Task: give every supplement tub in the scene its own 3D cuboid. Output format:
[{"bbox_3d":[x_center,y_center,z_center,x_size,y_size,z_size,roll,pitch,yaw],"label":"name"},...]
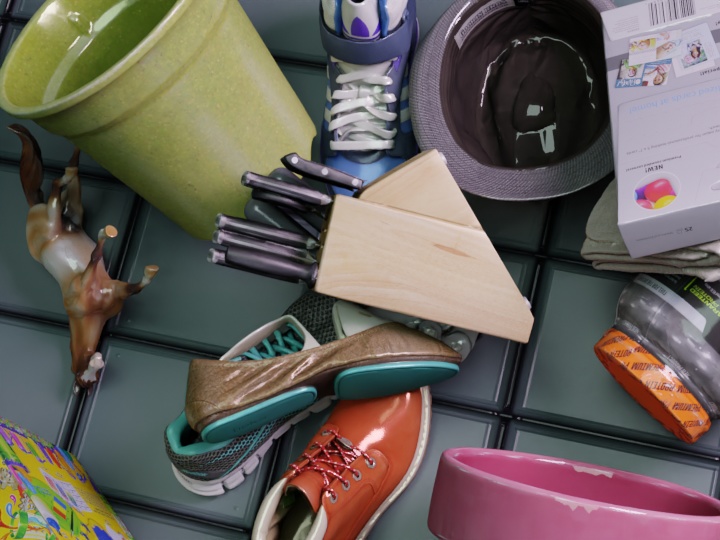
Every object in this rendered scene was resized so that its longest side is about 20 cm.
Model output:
[{"bbox_3d":[0.264,0.017,1.126,0.200,0.123,0.123,-44,69,-3],"label":"supplement tub"}]

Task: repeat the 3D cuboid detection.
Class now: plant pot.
[{"bbox_3d":[-0.134,-0.129,1.207,0.200,0.184,0.201,-28,36,22],"label":"plant pot"},{"bbox_3d":[0.134,0.225,1.065,0.199,0.200,0.180,10,91,15],"label":"plant pot"}]

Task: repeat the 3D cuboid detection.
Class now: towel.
[{"bbox_3d":[0.243,-0.077,1.114,0.132,0.035,0.200,7,56,50],"label":"towel"}]

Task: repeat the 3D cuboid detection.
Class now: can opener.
[{"bbox_3d":[0.003,0.002,1.187,0.200,0.066,0.053,38,95,-7],"label":"can opener"}]

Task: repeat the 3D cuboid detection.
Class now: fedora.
[{"bbox_3d":[0.128,-0.123,1.215,0.176,0.090,0.201,-8,65,8],"label":"fedora"}]

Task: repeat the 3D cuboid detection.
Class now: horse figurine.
[{"bbox_3d":[-0.223,-0.020,1.263,0.050,0.133,0.201,-14,63,-38],"label":"horse figurine"}]

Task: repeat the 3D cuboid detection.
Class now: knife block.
[{"bbox_3d":[0.000,0.000,1.124,0.175,0.064,0.201,-31,95,-3],"label":"knife block"}]

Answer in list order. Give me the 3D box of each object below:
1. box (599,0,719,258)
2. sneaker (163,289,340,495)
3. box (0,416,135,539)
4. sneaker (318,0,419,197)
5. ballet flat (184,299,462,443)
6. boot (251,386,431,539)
[{"bbox_3d":[0.243,-0.111,1.071,0.155,0.041,0.201,-13,47,18],"label":"box"},{"bbox_3d":[-0.069,0.082,1.195,0.077,0.091,0.200,39,85,19],"label":"sneaker"},{"bbox_3d":[-0.230,0.219,1.131,0.122,0.200,0.193,-40,68,-2],"label":"box"},{"bbox_3d":[-0.001,-0.146,1.221,0.080,0.147,0.201,4,74,13],"label":"sneaker"},{"bbox_3d":[-0.030,0.062,1.139,0.199,0.068,0.073,-15,68,-8],"label":"ballet flat"},{"bbox_3d":[-0.013,0.144,1.158,0.075,0.107,0.201,23,77,21],"label":"boot"}]
